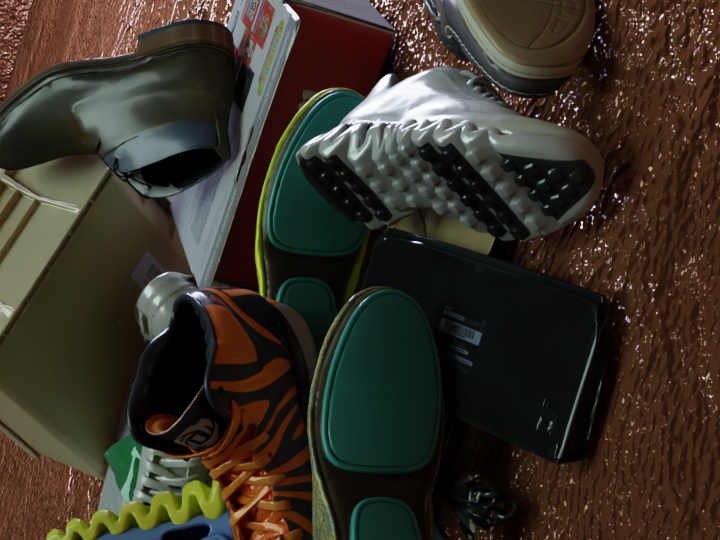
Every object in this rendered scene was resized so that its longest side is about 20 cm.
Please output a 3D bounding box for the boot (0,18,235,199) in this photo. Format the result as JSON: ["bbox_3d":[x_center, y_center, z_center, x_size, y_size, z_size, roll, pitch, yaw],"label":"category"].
[{"bbox_3d":[-0.170,-0.088,1.093,0.199,0.075,0.097,-23,58,21],"label":"boot"}]

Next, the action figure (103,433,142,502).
[{"bbox_3d":[-0.083,0.096,1.082,0.200,0.055,0.118,-51,60,20],"label":"action figure"}]

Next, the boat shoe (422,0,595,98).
[{"bbox_3d":[0.068,-0.138,0.848,0.200,0.072,0.065,-108,25,-51],"label":"boat shoe"}]

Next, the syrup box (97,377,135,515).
[{"bbox_3d":[-0.147,0.186,1.191,0.081,0.078,0.201,-152,77,-71],"label":"syrup box"}]

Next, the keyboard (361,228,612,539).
[{"bbox_3d":[0.047,0.055,0.794,0.200,0.021,0.128,22,95,59],"label":"keyboard"}]

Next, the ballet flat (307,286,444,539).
[{"bbox_3d":[0.003,0.107,0.766,0.071,0.070,0.201,134,139,-54],"label":"ballet flat"}]

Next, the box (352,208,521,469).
[{"bbox_3d":[0.015,0.007,0.910,0.200,0.021,0.164,33,107,60],"label":"box"}]

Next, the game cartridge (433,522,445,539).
[{"bbox_3d":[0.002,0.183,0.862,0.134,0.041,0.200,-68,22,14],"label":"game cartridge"}]

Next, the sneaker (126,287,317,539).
[{"bbox_3d":[-0.061,0.103,0.803,0.077,0.112,0.201,-27,69,24],"label":"sneaker"}]

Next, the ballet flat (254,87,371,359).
[{"bbox_3d":[-0.032,-0.001,0.913,0.067,0.067,0.201,160,118,-73],"label":"ballet flat"}]

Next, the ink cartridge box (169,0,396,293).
[{"bbox_3d":[-0.054,-0.091,1.110,0.176,0.084,0.201,-118,45,-63],"label":"ink cartridge box"}]

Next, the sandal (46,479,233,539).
[{"bbox_3d":[-0.103,0.167,0.898,0.199,0.079,0.087,-21,72,16],"label":"sandal"}]

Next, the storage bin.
[{"bbox_3d":[-0.209,0.026,1.211,0.093,0.200,0.199,17,68,33],"label":"storage bin"}]

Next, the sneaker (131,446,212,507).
[{"bbox_3d":[-0.103,0.117,0.994,0.080,0.076,0.201,-41,-38,-57],"label":"sneaker"}]

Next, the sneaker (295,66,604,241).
[{"bbox_3d":[0.049,-0.066,0.808,0.200,0.075,0.081,10,56,53],"label":"sneaker"}]

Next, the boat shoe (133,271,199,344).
[{"bbox_3d":[-0.125,0.035,1.161,0.071,0.070,0.200,-43,-3,-4],"label":"boat shoe"}]
